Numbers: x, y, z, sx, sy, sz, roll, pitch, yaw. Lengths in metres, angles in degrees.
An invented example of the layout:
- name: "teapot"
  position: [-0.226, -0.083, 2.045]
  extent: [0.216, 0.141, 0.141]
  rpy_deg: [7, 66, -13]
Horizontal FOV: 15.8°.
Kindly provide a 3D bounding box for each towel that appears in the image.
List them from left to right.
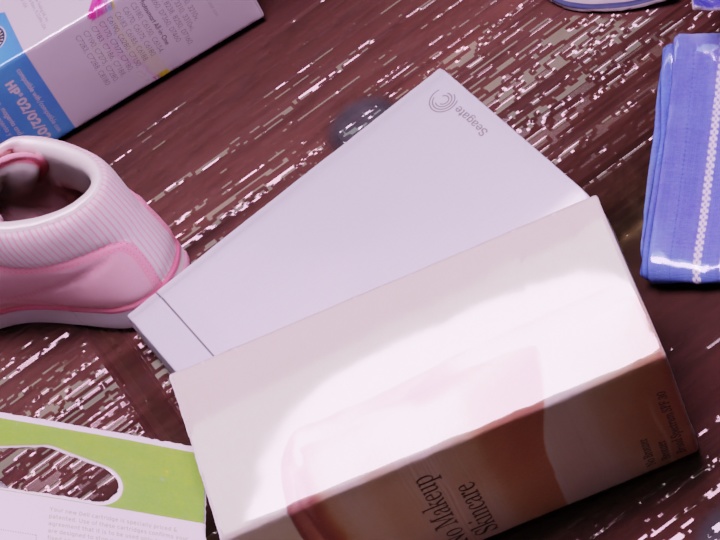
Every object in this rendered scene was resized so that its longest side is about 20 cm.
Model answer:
- name: "towel"
  position: [0.228, -0.060, 1.180]
  extent: [0.199, 0.024, 0.145]
  rpy_deg: [-4, 53, 23]

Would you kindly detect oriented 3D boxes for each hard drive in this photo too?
- name: "hard drive"
  position: [0.000, 0.000, 1.239]
  extent: [0.200, 0.027, 0.132]
  rpy_deg: [-38, 47, -8]

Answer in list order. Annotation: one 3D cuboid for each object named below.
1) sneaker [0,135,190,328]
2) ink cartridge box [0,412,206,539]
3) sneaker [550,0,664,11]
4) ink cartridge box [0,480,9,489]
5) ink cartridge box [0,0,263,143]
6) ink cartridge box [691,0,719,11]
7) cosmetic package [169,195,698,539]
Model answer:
- name: "sneaker"
  position: [-0.191, -0.019, 1.294]
  extent: [0.199, 0.105, 0.076]
  rpy_deg: [-4, 53, 25]
- name: "ink cartridge box"
  position: [-0.139, 0.161, 1.066]
  extent: [0.147, 0.076, 0.201]
  rpy_deg: [11, 48, -13]
- name: "sneaker"
  position: [0.078, -0.205, 1.305]
  extent: [0.199, 0.115, 0.081]
  rpy_deg: [17, 63, 31]
- name: "ink cartridge box"
  position: [-0.237, 0.111, 1.151]
  extent: [0.200, 0.125, 0.129]
  rpy_deg: [42, 76, 3]
- name: "ink cartridge box"
  position: [-0.131, -0.160, 1.404]
  extent: [0.199, 0.068, 0.115]
  rpy_deg: [-30, 47, 1]
- name: "ink cartridge box"
  position: [0.255, -0.207, 1.242]
  extent: [0.199, 0.041, 0.200]
  rpy_deg: [-3, 49, 8]
- name: "cosmetic package"
  position: [0.033, 0.061, 1.108]
  extent: [0.199, 0.103, 0.088]
  rpy_deg: [-23, 59, 5]
